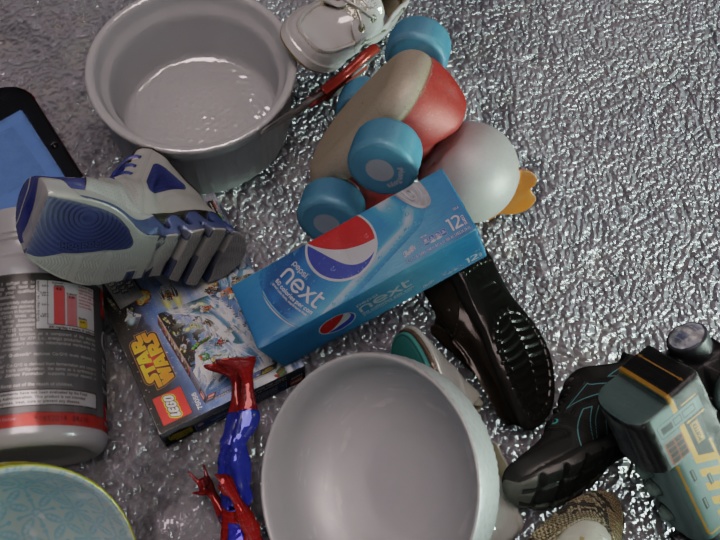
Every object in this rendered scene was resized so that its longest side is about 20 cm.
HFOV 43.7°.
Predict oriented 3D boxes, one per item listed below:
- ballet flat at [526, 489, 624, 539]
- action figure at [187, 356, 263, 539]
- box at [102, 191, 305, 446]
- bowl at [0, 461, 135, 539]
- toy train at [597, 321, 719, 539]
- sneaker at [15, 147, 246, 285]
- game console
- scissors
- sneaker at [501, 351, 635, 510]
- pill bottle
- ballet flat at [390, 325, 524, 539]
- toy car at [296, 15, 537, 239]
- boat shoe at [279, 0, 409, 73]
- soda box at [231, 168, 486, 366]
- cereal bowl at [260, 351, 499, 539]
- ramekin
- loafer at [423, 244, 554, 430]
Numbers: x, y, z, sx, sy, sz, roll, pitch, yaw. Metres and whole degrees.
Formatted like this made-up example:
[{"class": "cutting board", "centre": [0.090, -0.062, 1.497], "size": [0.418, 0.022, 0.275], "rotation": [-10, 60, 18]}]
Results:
[{"class": "ballet flat", "centre": [0.142, 0.242, 0.695], "size": [0.199, 0.075, 0.068], "rotation": [-29, 91, -16]}, {"class": "action figure", "centre": [-0.102, 0.172, 0.716], "size": [0.051, 0.065, 0.201], "rotation": [-2, 79, -29]}, {"class": "box", "centre": [-0.153, 0.039, 0.812], "size": [0.136, 0.040, 0.201], "rotation": [-23, 66, -14]}, {"class": "bowl", "centre": [-0.275, 0.232, 0.659], "size": [0.107, 0.200, 0.200], "rotation": [3, 51, 50]}, {"class": "toy train", "centre": [0.265, 0.135, 0.705], "size": [0.114, 0.200, 0.085], "rotation": [-35, 28, -7]}, {"class": "sneaker", "centre": [-0.203, -0.051, 0.764], "size": [0.199, 0.081, 0.115], "rotation": [9, 34, -46]}, {"class": "game console", "centre": [-0.365, -0.077, 0.871], "size": [0.176, 0.031, 0.200], "rotation": [-30, 67, -16]}, {"class": "scissors", "centre": [-0.045, -0.166, 0.884], "size": [0.014, 0.073, 0.200], "rotation": [48, 54, -6]}, {"class": "sneaker", "centre": [0.189, 0.133, 0.760], "size": [0.199, 0.076, 0.079], "rotation": [-22, 52, -27]}, {"class": "pill bottle", "centre": [-0.271, 0.056, 0.747], "size": [0.115, 0.116, 0.201], "rotation": [-6, 70, -5]}, {"class": "ballet flat", "centre": [0.083, 0.140, 0.761], "size": [0.069, 0.070, 0.201], "rotation": [-16, 68, -9]}, {"class": "toy car", "centre": [0.070, -0.095, 0.848], "size": [0.200, 0.177, 0.185], "rotation": [31, 48, -17]}, {"class": "boat shoe", "centre": [-0.010, -0.257, 0.901], "size": [0.071, 0.069, 0.200], "rotation": [51, 37, -6]}, {"class": "soda box", "centre": [0.000, 0.000, 0.746], "size": [0.199, 0.068, 0.064], "rotation": [-29, 67, 4]}, {"class": "cereal bowl", "centre": [0.022, 0.165, 0.700], "size": [0.199, 0.083, 0.201], "rotation": [-6, 79, 33]}, {"class": "ramekin", "centre": [-0.161, -0.173, 0.889], "size": [0.199, 0.098, 0.201], "rotation": [1, 63, -2]}, {"class": "loafer", "centre": [0.105, 0.051, 0.803], "size": [0.073, 0.071, 0.201], "rotation": [-12, 73, -44]}]
